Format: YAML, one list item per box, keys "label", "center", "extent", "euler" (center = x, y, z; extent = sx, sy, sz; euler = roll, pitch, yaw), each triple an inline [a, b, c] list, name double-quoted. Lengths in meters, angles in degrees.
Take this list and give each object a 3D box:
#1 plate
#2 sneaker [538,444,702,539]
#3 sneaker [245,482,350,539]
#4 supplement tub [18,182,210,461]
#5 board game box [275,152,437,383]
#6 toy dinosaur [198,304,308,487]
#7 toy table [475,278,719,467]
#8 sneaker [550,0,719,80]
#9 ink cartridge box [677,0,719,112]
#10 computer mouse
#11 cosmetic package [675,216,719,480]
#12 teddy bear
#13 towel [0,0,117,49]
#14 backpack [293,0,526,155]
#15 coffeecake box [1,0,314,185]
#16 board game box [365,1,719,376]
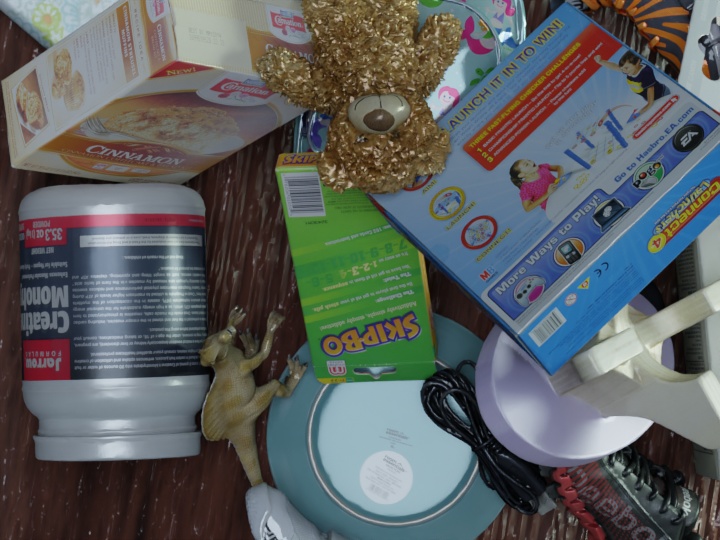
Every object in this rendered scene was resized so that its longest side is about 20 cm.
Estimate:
- label: "plate"
  center: [0.027, 0.127, 1.759]
  extent: [0.200, 0.026, 0.201]
  euler: [0, 88, 0]
- label: "sneaker"
  center: [0.195, 0.161, 1.692]
  extent: [0.098, 0.071, 0.201]
  euler: [-17, 121, 20]
- label: "sneaker"
  center: [0.003, 0.224, 1.724]
  extent: [0.115, 0.075, 0.200]
  euler: [-33, 100, 1]
- label: "supplement tub"
  center: [-0.183, 0.038, 1.705]
  extent: [0.140, 0.140, 0.201]
  euler: [-2, 88, 0]
- label: "board game box"
  center: [0.000, 0.000, 1.690]
  extent: [0.095, 0.030, 0.200]
  euler: [-2, 124, 10]
- label: "toy dinosaur"
  center: [-0.089, 0.094, 1.722]
  extent: [0.058, 0.200, 0.101]
  euler: [15, 50, 27]
- label: "toy table"
  center: [0.182, 0.052, 1.606]
  extent: [0.184, 0.117, 0.200]
  euler: [54, 46, -4]
- label: "sneaker"
  center: [0.206, -0.199, 1.750]
  extent: [0.112, 0.078, 0.200]
  euler: [-22, 77, 4]
- label: "ink cartridge box"
  center: [0.325, -0.124, 1.702]
  extent: [0.200, 0.057, 0.163]
  euler: [19, 55, -4]
- label: "computer mouse"
  center: [0.158, 0.079, 1.730]
  extent: [0.200, 0.053, 0.139]
  euler: [-42, 103, -8]
- label: "cosmetic package"
  center: [0.291, 0.053, 1.721]
  extent: [0.087, 0.103, 0.201]
  euler: [-5, 89, -3]
- label: "teddy bear"
  center: [0.004, -0.154, 1.583]
  extent: [0.145, 0.067, 0.200]
  euler: [17, 62, -15]
- label: "towel"
  center: [-0.213, -0.257, 1.763]
  extent: [0.200, 0.048, 0.171]
  euler: [41, 92, 1]
- label: "backpack"
  center: [0.039, -0.146, 1.713]
  extent: [0.177, 0.151, 0.201]
  euler: [8, 84, 2]
- label: "coffeecake box"
  center: [-0.138, -0.133, 1.653]
  extent: [0.200, 0.153, 0.073]
  euler: [-27, 66, 42]
- label: "board game box"
  center: [0.134, -0.060, 1.556]
  extent: [0.200, 0.056, 0.196]
  euler: [-43, 45, -1]
